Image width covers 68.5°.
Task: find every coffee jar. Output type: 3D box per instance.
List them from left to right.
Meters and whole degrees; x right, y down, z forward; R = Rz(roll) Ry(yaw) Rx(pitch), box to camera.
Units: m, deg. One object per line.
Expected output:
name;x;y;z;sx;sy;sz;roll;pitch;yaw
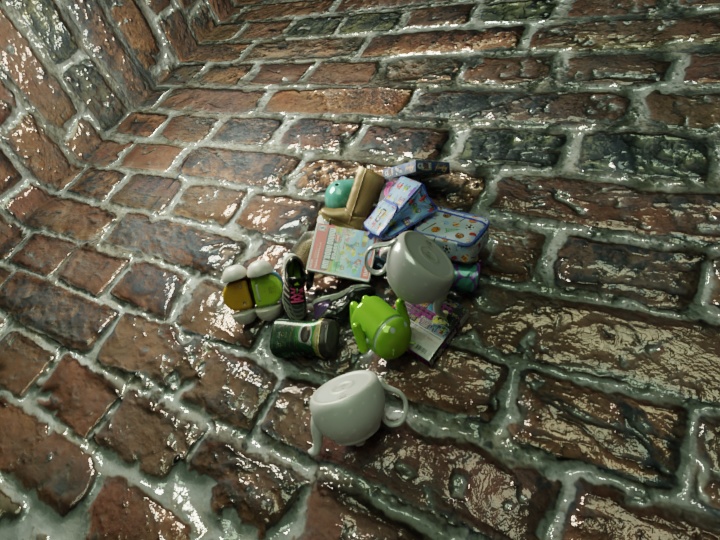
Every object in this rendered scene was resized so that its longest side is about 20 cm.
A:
coffee jar;-0.151;0.190;1.474;0.192;0.085;0.108;-2;65;22

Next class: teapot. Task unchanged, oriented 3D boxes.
teapot;-0.016;0.339;1.246;0.196;0.151;0.195;-13;11;45
teapot;0.131;0.010;1.338;0.147;0.194;0.203;-51;59;30

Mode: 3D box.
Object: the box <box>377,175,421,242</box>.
box;0.125;-0.182;1.651;0.127;0.116;0.205;-1;51;22

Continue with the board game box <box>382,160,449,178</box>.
board game box;0.175;-0.316;1.690;0.131;0.036;0.198;-4;3;-28

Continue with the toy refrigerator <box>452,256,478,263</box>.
toy refrigerator;0.260;-0.095;1.546;0.069;0.077;0.201;-33;46;-7

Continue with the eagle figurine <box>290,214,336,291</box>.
eagle figurine;-0.137;-0.054;1.646;0.198;0.152;0.153;-38;82;-7

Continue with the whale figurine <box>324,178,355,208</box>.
whale figurine;-0.034;-0.274;1.806;0.196;0.105;0.160;-32;46;-4

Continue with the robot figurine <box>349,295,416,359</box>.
robot figurine;0.052;0.146;1.356;0.171;0.119;0.199;-22;41;-31

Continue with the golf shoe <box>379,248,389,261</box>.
golf shoe;0.142;-0.038;1.553;0.193;0.076;0.094;-3;53;23

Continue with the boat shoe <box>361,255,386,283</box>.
boat shoe;0.000;0.000;1.584;0.195;0.087;0.068;3;32;44

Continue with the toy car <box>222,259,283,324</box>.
toy car;-0.321;0.059;1.637;0.192;0.182;0.150;-10;11;15

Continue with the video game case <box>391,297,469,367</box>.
video game case;0.164;0.136;1.418;0.197;0.036;0.182;27;66;38

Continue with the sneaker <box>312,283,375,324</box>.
sneaker;-0.042;0.109;1.523;0.193;0.076;0.090;-19;60;13

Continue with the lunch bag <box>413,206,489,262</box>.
lunch bag;0.247;-0.105;1.445;0.195;0.078;0.160;20;48;33

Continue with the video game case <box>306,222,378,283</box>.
video game case;-0.052;-0.053;1.540;0.192;0.017;0.149;10;77;13

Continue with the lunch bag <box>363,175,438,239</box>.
lunch bag;0.096;-0.156;1.487;0.199;0.095;0.150;-42;25;-3

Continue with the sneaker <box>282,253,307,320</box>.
sneaker;-0.192;0.049;1.557;0.071;0.087;0.209;-4;86;-18

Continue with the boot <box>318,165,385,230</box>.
boot;-0.030;-0.239;1.711;0.170;0.066;0.206;24;103;8

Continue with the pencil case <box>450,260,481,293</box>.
pencil case;0.228;0.007;1.442;0.192;0.086;0.095;9;61;14
